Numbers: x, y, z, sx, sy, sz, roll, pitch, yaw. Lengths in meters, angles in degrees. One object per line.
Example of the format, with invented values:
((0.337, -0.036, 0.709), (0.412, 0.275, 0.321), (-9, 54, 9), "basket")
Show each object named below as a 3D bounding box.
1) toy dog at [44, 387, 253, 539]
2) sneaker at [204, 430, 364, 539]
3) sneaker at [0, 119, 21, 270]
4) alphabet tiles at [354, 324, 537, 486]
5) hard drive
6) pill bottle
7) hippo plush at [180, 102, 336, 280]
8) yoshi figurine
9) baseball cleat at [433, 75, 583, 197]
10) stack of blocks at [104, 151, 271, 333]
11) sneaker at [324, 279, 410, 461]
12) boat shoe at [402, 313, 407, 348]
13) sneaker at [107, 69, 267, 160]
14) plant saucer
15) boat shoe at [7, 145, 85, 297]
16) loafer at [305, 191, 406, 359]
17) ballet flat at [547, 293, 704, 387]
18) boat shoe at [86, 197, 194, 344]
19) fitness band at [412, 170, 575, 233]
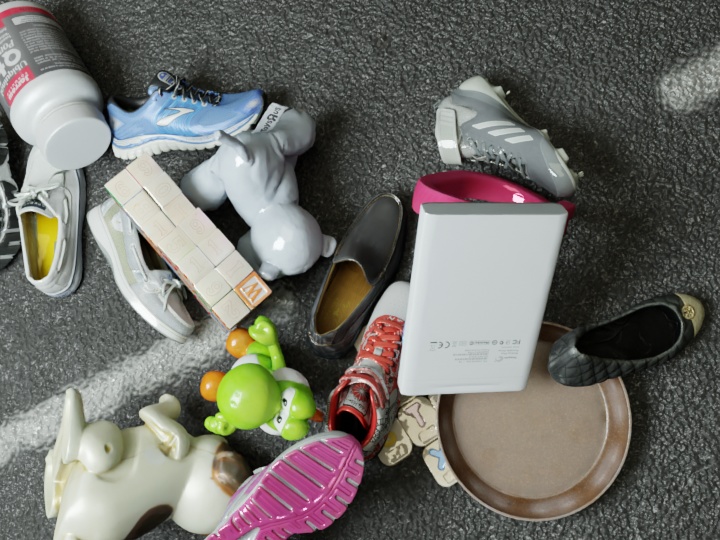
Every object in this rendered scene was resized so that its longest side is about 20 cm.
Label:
((-0.209, 0.216, 0.852), (0.194, 0.198, 0.140), (57, 133, 50), "toy dog")
((-0.076, 0.218, 0.805), (0.200, 0.088, 0.081), (-40, 99, 14), "sneaker")
((-0.472, -0.093, 1.020), (0.090, 0.078, 0.202), (-10, 84, 39), "sneaker")
((0.086, 0.122, 0.899), (0.199, 0.015, 0.197), (-32, 75, 2), "alphabet tiles")
((0.110, 0.030, 0.775), (0.131, 0.202, 0.027), (-1, 33, -10), "hard drive")
((-0.377, -0.219, 0.991), (0.110, 0.111, 0.201), (-37, 67, 1), "pill bottle")
((-0.086, -0.078, 0.908), (0.159, 0.200, 0.162), (-33, 94, -30), "hippo plush")
((-0.114, 0.113, 0.837), (0.111, 0.200, 0.113), (-20, 106, -22), "yoshi figurine")
((0.149, -0.130, 0.900), (0.106, 0.070, 0.201), (-33, 50, 0), "baseball cleat")
((-0.185, -0.028, 0.890), (0.058, 0.115, 0.200), (-41, 92, -13), "stack of blocks")
((0.020, 0.100, 0.852), (0.067, 0.108, 0.203), (18, 82, 13), "sneaker")
((0.109, 0.011, 0.859), (0.068, 0.084, 0.201), (17, 66, 27), "boat shoe")
((-0.207, -0.189, 0.968), (0.198, 0.079, 0.090), (-9, 117, 7), "sneaker")
((0.177, 0.154, 0.857), (0.198, 0.034, 0.202), (-1, 83, 5), "plant saucer")
((-0.381, -0.074, 0.984), (0.074, 0.086, 0.204), (-7, 75, 7), "boat shoe")
((0.000, 0.000, 0.904), (0.072, 0.072, 0.202), (20, 77, 7), "loafer")
((0.275, 0.069, 0.827), (0.199, 0.057, 0.067), (-19, 73, -24), "ballet flat")
((-0.245, -0.007, 0.956), (0.065, 0.074, 0.203), (-36, 68, 5), "boat shoe")
((0.136, -0.067, 0.840), (0.143, 0.200, 0.038), (23, 110, 25), "fitness band")
